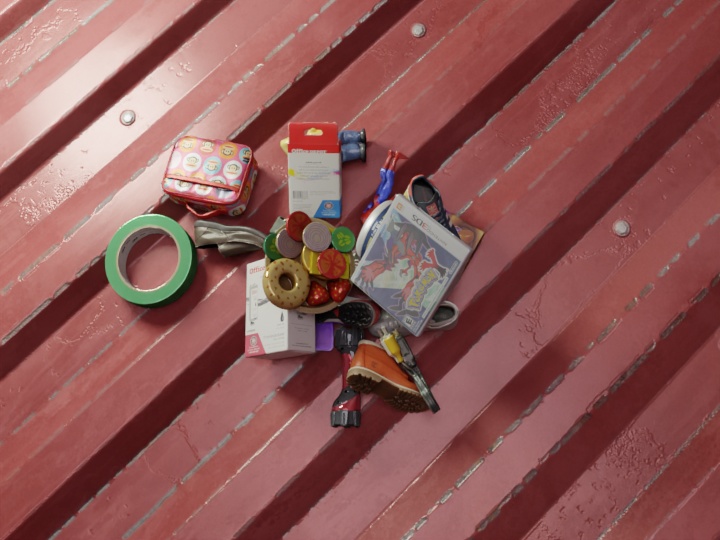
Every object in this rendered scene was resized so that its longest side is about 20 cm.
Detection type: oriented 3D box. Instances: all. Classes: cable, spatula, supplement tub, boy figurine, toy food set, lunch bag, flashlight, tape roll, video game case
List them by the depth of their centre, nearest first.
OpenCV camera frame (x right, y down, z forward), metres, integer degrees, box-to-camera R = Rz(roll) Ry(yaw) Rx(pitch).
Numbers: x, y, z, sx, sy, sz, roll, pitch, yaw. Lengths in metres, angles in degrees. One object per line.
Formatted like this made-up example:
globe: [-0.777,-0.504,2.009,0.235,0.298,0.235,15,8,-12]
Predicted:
video game case: [0.092,-0.009,1.321,0.181,0.023,0.203,39,114,20]
toy food set: [-0.100,-0.015,1.390,0.195,0.049,0.203,8,74,-18]
supplement tub: [0.103,-0.033,1.408,0.198,0.145,0.146,33,80,22]
cable: [0.096,0.204,1.414,0.049,0.097,0.203,-26,75,-1]
flashlight: [-0.031,0.224,1.459,0.067,0.067,0.205,-14,70,37]
spatula: [-0.083,0.071,1.517,0.055,0.021,0.205,2,73,-2]
tape roll: [-0.464,-0.021,1.548,0.195,0.048,0.206,-1,77,3]
lunch bag: [-0.339,-0.201,1.560,0.195,0.082,0.180,10,70,9]
boy figurine: [-0.083,-0.275,1.581,0.194,0.065,0.128,-4,77,3]

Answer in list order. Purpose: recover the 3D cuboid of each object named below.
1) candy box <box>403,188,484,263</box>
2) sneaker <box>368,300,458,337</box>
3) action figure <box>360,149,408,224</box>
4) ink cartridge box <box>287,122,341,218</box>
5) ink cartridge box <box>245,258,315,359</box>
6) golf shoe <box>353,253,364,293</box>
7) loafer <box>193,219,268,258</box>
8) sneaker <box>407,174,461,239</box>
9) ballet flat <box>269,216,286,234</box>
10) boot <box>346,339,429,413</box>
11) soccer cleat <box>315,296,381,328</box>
candy box: [0.157,-0.077,1.525,0.197,0.057,0.118,30,81,11]
sneaker: [0.110,0.096,1.455,0.194,0.116,0.076,-8,77,2]
action figure: [0.048,-0.163,1.544,0.051,0.065,0.204,24,92,-31]
ink cartridge box: [-0.098,-0.222,1.520,0.113,0.067,0.205,1,107,3]
ink cartridge box: [-0.169,0.076,1.457,0.144,0.082,0.206,-14,72,42]
golf shoe: [0.000,0.000,1.504,0.194,0.078,0.090,4,55,-7]
loafer: [-0.280,-0.059,1.541,0.195,0.073,0.073,10,81,16]
sneaker: [0.154,-0.110,1.461,0.074,0.085,0.203,-28,76,-4]
ballet flat: [-0.115,-0.077,1.504,0.197,0.067,0.065,19,77,34]
boot: [0.068,0.218,1.441,0.197,0.075,0.109,30,43,-16]
soccer cleat: [-0.049,0.080,1.474,0.196,0.073,0.070,10,93,25]
